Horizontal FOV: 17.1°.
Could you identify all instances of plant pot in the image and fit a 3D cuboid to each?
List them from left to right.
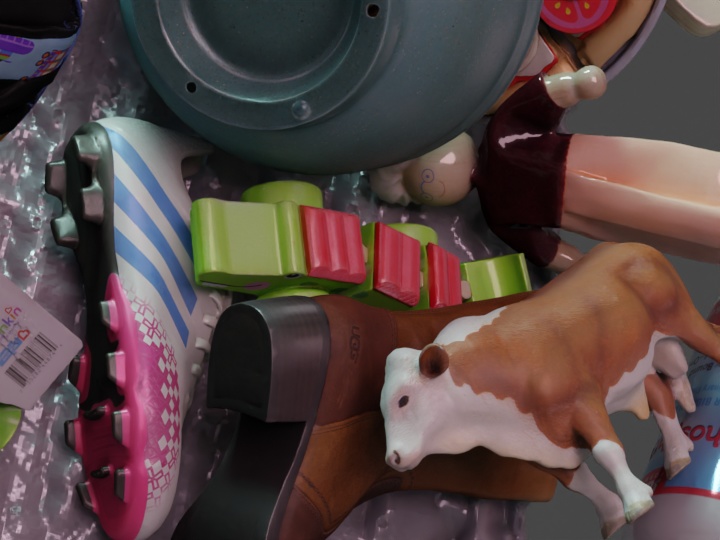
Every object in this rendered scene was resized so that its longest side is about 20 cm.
[{"bbox_3d":[-0.027,-0.132,1.080,0.200,0.200,0.134,49,21,1],"label":"plant pot"}]

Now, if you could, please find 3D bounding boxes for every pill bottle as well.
[{"bbox_3d":[0.190,0.108,1.154,0.109,0.109,0.200,32,61,-9],"label":"pill bottle"}]

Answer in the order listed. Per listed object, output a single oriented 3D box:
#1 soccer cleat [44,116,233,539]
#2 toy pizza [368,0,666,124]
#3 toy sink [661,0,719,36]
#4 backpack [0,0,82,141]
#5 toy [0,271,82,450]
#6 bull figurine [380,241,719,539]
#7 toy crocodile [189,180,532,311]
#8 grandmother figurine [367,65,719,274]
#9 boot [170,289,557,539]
[{"bbox_3d":[-0.089,0.024,1.093,0.086,0.070,0.201,2,72,-29],"label":"soccer cleat"},{"bbox_3d":[0.055,-0.167,1.163,0.200,0.200,0.032,49,26,1],"label":"toy pizza"},{"bbox_3d":[0.122,-0.199,1.240,0.200,0.112,0.130,43,61,3],"label":"toy sink"},{"bbox_3d":[-0.230,-0.122,1.033,0.200,0.183,0.135,5,51,-35],"label":"backpack"},{"bbox_3d":[-0.226,0.013,1.018,0.115,0.047,0.200,-50,119,-5],"label":"toy"},{"bbox_3d":[0.096,0.052,1.071,0.122,0.065,0.200,51,46,6],"label":"bull figurine"},{"bbox_3d":[0.000,0.000,1.124,0.200,0.062,0.068,16,62,-43],"label":"toy crocodile"},{"bbox_3d":[0.100,-0.044,1.162,0.199,0.122,0.061,9,24,13],"label":"grandmother figurine"},{"bbox_3d":[0.009,0.100,1.108,0.200,0.068,0.189,1,95,-43],"label":"boot"}]
